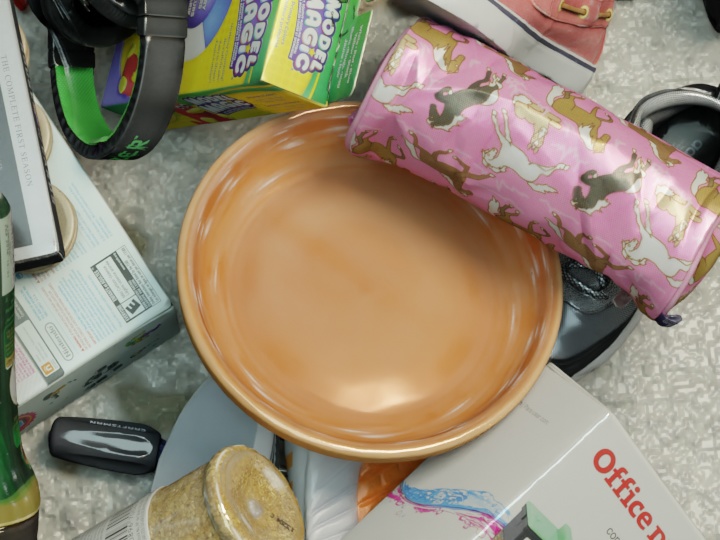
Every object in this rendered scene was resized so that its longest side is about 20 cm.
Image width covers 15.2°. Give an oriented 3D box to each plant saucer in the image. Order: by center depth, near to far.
[{"bbox_3d":[0.003,0.008,1.380,0.199,0.037,0.201,4,64,-7],"label":"plant saucer"}]

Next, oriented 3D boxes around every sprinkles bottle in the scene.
[{"bbox_3d":[-0.121,0.160,1.369,0.200,0.068,0.068,-32,78,29],"label":"sprinkles bottle"}]

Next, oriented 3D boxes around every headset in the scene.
[{"bbox_3d":[-0.142,-0.159,1.413,0.094,0.123,0.201,2,84,-30],"label":"headset"}]

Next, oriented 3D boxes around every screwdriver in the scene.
[{"bbox_3d":[-0.070,0.103,1.449,0.199,0.029,0.028,8,79,2],"label":"screwdriver"}]

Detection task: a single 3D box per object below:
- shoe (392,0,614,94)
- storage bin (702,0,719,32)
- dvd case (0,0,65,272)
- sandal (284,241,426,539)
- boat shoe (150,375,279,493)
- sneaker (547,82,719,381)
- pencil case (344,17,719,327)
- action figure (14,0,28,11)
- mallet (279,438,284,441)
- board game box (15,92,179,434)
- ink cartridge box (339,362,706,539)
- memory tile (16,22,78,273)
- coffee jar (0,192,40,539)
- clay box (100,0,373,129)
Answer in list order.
[{"bbox_3d":[0.083,-0.159,1.410,0.071,0.200,0.091,27,93,29],"label":"shoe"},{"bbox_3d":[0.216,-0.246,1.461,0.093,0.135,0.201,-15,79,-3],"label":"storage bin"},{"bbox_3d":[-0.266,-0.056,1.405,0.199,0.025,0.151,-13,79,-1],"label":"dvd case"},{"bbox_3d":[-0.002,0.083,1.429,0.079,0.059,0.208,0,82,-21],"label":"sandal"},{"bbox_3d":[-0.070,0.153,1.420,0.070,0.066,0.201,3,79,42],"label":"boat shoe"},{"bbox_3d":[0.140,-0.027,1.430,0.075,0.114,0.200,36,81,7],"label":"sneaker"},{"bbox_3d":[0.091,-0.052,1.353,0.199,0.083,0.087,31,103,6],"label":"pencil case"},{"bbox_3d":[-0.124,-0.232,1.482,0.200,0.099,0.065,-38,83,-9],"label":"action figure"},{"bbox_3d":[0.000,0.000,1.470,0.041,0.066,0.201,26,95,4],"label":"mallet"},{"bbox_3d":[-0.220,0.021,1.448,0.200,0.064,0.148,-33,80,-7],"label":"board game box"},{"bbox_3d":[0.074,0.168,1.376,0.200,0.084,0.145,-42,120,-8],"label":"ink cartridge box"},{"bbox_3d":[-0.258,-0.048,1.423,0.199,0.017,0.154,-18,78,-2],"label":"memory tile"},{"bbox_3d":[-0.218,0.062,1.349,0.104,0.085,0.201,-5,102,-8],"label":"coffee jar"},{"bbox_3d":[-0.060,-0.140,1.416,0.047,0.200,0.115,19,77,-31],"label":"clay box"}]
